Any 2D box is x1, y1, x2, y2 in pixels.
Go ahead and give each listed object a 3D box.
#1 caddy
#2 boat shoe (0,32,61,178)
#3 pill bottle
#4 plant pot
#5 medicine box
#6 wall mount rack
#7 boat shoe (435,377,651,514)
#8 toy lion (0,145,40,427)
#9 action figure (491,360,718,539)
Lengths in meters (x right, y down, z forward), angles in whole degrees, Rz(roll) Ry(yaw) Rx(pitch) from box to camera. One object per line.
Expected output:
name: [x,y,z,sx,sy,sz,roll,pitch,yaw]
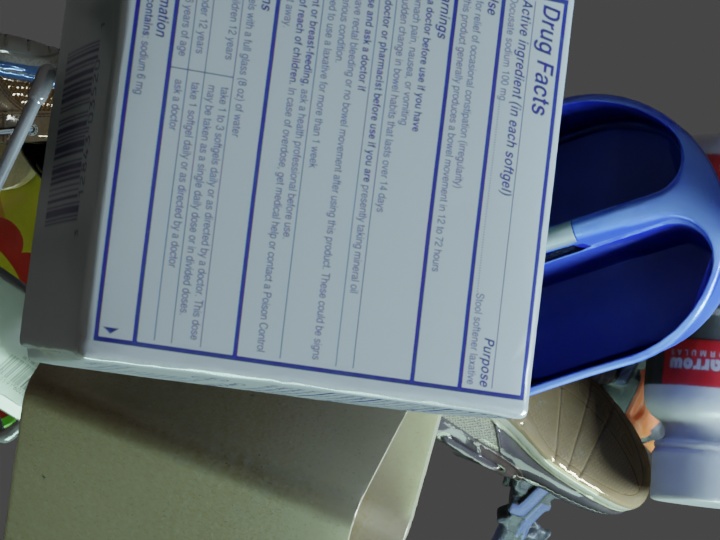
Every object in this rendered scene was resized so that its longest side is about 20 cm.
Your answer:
caddy: [0.098,-0.010,1.488,0.199,0.142,0.105,-19,171,17]
boat shoe: [-0.151,-0.078,1.540,0.199,0.073,0.072,10,174,-33]
pill bottle: [0.216,0.032,1.578,0.113,0.201,0.114,6,175,1]
plant pot: [-0.068,0.093,1.416,0.177,0.200,0.200,21,-139,8]
medicine box: [-0.025,-0.039,1.197,0.199,0.183,0.103,9,175,-19]
wall mount rack: [-0.175,-0.002,1.490,0.200,0.174,0.075,37,-161,-38]
boat shoe: [0.073,0.077,1.602,0.200,0.072,0.065,32,137,-17]
toy lion: [-0.195,0.018,1.616,0.200,0.192,0.069,34,-169,7]
action figure: [0.139,0.079,1.698,0.193,0.200,0.105,18,-148,-21]
